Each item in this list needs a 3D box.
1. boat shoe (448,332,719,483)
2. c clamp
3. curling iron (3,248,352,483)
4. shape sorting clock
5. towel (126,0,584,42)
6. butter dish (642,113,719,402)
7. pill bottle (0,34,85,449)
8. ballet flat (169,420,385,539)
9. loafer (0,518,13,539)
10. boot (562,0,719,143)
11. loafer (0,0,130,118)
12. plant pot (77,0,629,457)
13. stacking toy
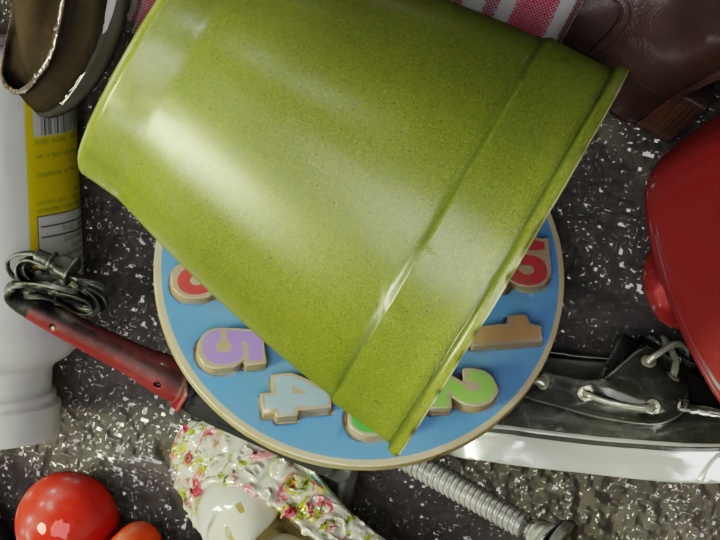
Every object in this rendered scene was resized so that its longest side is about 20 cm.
[{"bbox_3d":[0.136,0.065,1.447,0.200,0.071,0.064,3,101,12],"label":"boat shoe"},{"bbox_3d":[0.035,0.122,1.460,0.200,0.027,0.171,33,126,19],"label":"c clamp"},{"bbox_3d":[-0.089,0.051,1.435,0.200,0.050,0.026,35,60,-14],"label":"curling iron"},{"bbox_3d":[0.000,0.000,1.428,0.200,0.039,0.200,3,66,-8],"label":"shape sorting clock"},{"bbox_3d":[-0.003,-0.131,1.372,0.200,0.030,0.146,21,141,-5],"label":"towel"},{"bbox_3d":[0.200,-0.007,1.387,0.148,0.199,0.200,-17,99,36],"label":"butter dish"},{"bbox_3d":[-0.191,-0.015,1.478,0.104,0.104,0.200,0,98,10],"label":"pill bottle"},{"bbox_3d":[-0.029,0.145,1.467,0.200,0.064,0.076,35,129,20],"label":"ballet flat"},{"bbox_3d":[-0.189,0.189,1.534,0.070,0.068,0.201,-33,97,35],"label":"loafer"},{"bbox_3d":[0.096,-0.153,1.368,0.200,0.064,0.186,27,138,-8],"label":"boot"},{"bbox_3d":[-0.145,-0.170,1.375,0.071,0.073,0.200,3,108,-29],"label":"loafer"},{"bbox_3d":[-0.014,-0.053,1.316,0.193,0.200,0.201,31,103,2],"label":"plant pot"},{"bbox_3d":[-0.092,0.173,1.510,0.200,0.085,0.085,39,104,9],"label":"stacking toy"}]
